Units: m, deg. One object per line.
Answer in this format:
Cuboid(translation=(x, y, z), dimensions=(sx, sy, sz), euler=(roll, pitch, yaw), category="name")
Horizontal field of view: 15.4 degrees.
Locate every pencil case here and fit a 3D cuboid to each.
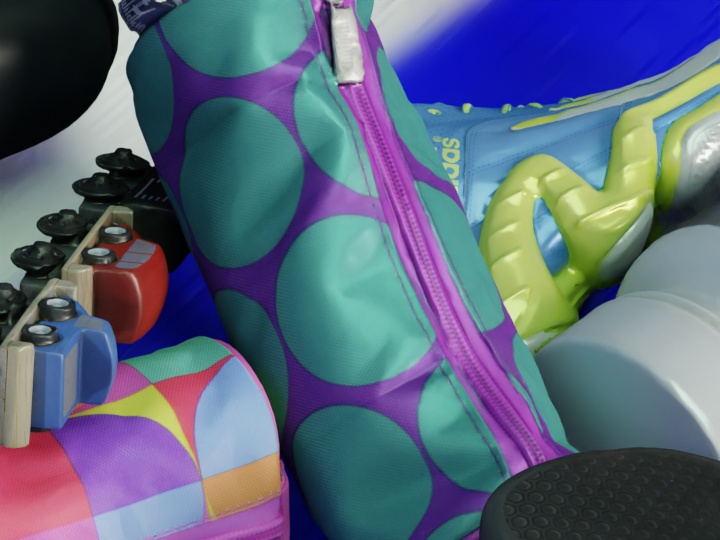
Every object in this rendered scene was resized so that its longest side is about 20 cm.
Cuboid(translation=(0.000, 0.000, 0.795), dimensions=(0.085, 0.092, 0.200), euler=(-14, 72, -35), category="pencil case")
Cuboid(translation=(-0.114, 0.082, 0.752), dimensions=(0.200, 0.088, 0.088), euler=(-19, 62, -27), category="pencil case")

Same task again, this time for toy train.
Cuboid(translation=(-0.080, 0.005, 0.792), dimensions=(0.046, 0.034, 0.200), euler=(8, 20, 7), category="toy train")

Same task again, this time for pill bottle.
Cuboid(translation=(0.153, 0.020, 0.856), dimensions=(0.200, 0.114, 0.114), euler=(-30, 68, -32), category="pill bottle")

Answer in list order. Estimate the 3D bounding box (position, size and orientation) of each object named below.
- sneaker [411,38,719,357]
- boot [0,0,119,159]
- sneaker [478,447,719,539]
Cuboid(translation=(0.061, -0.039, 0.896), dimensions=(0.105, 0.076, 0.200), euler=(37, 54, 13), category="sneaker")
Cuboid(translation=(-0.146, -0.023, 0.788), dimensions=(0.200, 0.077, 0.168), euler=(-12, 36, -20), category="boot")
Cuboid(translation=(0.107, 0.109, 0.747), dimensions=(0.201, 0.108, 0.067), euler=(1, 38, -33), category="sneaker")
